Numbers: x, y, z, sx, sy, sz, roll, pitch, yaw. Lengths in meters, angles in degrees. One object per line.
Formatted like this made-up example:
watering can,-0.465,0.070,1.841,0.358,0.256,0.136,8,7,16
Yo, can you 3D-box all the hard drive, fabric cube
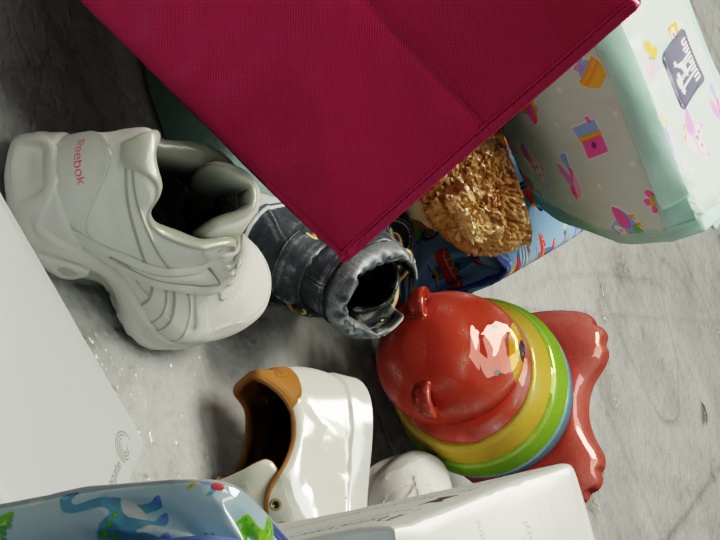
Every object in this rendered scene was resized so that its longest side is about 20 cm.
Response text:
hard drive,-0.164,0.039,1.168,0.201,0.027,0.132,63,25,-27
fabric cube,-0.015,-0.168,1.312,0.199,0.200,0.196,44,11,-25

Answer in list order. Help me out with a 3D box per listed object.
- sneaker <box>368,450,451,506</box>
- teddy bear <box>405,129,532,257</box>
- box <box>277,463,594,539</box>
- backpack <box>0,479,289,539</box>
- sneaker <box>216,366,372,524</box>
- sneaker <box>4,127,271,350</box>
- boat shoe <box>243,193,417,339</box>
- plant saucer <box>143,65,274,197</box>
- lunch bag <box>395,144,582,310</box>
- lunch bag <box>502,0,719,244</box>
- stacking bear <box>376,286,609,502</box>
sneaker,0.038,0.160,1.471,0.075,0.099,0.200,62,22,-20
teddy bear,0.041,-0.101,1.525,0.145,0.066,0.201,-91,165,-80
box,0.012,0.209,1.211,0.130,0.198,0.201,-15,89,-49
backpack,-0.084,0.181,1.060,0.200,0.182,0.147,59,27,-44
sneaker,-0.040,0.146,1.363,0.084,0.073,0.201,14,62,-36
sneaker,-0.083,-0.015,1.296,0.200,0.099,0.078,31,53,-59
boat shoe,0.000,0.000,1.477,0.200,0.091,0.071,-8,120,-63
plant saucer,-0.061,-0.111,1.500,0.200,0.036,0.201,47,34,-47
lunch bag,0.035,-0.081,1.669,0.201,0.094,0.150,62,26,0
lunch bag,0.141,-0.112,1.547,0.200,0.122,0.171,-132,-162,-73
stacking bear,0.068,0.064,1.558,0.200,0.113,0.122,37,54,-68
